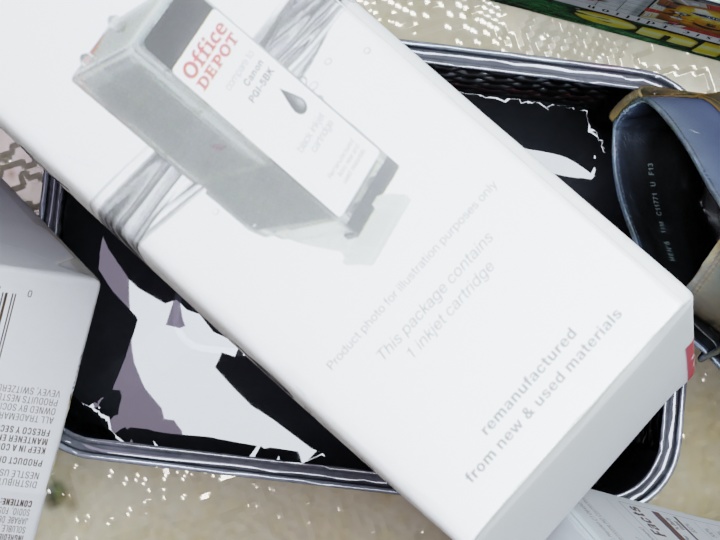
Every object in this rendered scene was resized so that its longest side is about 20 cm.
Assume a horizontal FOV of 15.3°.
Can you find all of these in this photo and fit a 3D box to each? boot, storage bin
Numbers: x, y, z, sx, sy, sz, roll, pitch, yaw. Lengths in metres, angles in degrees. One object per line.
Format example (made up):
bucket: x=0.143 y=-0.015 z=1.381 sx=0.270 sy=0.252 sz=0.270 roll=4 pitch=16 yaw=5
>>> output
boot: x=0.127 y=0.032 z=0.755 sx=0.097 sy=0.075 sz=0.201 roll=6 pitch=56 yaw=-23
storage bin: x=0.000 y=0.000 z=0.842 sx=0.199 sy=0.094 sz=0.136 roll=7 pitch=86 yaw=-3

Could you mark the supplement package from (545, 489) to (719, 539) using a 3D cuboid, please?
supplement package: x=0.084 y=0.190 z=0.762 sx=0.111 sy=0.156 sz=0.200 roll=15 pitch=107 yaw=-29

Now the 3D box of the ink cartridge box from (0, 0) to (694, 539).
ink cartridge box: x=-0.012 y=-0.018 z=0.707 sx=0.200 sy=0.147 sz=0.083 roll=42 pitch=88 yaw=12

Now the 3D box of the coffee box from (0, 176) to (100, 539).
coffee box: x=-0.151 y=0.073 z=0.784 sx=0.080 sy=0.113 sz=0.201 roll=9 pitch=106 yaw=-27

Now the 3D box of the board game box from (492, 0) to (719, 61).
board game box: x=0.108 y=-0.085 z=0.846 sx=0.199 sy=0.105 sz=0.024 roll=14 pitch=89 yaw=-1
